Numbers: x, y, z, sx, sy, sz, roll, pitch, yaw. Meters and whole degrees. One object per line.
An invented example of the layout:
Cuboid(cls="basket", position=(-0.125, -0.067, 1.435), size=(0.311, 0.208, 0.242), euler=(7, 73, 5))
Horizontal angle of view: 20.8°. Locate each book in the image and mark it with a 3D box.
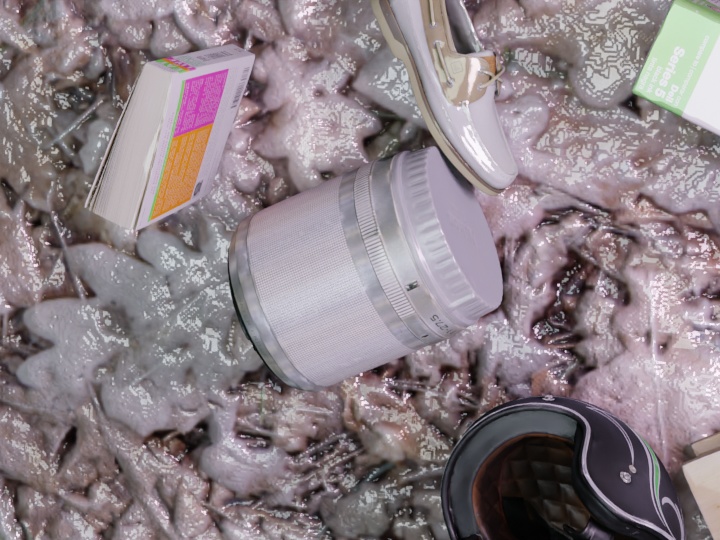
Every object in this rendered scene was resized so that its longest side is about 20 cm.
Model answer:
Cuboid(cls="book", position=(-0.151, -0.117, 1.647), size=(0.048, 0.200, 0.135), euler=(24, 105, 11))

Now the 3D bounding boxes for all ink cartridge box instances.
Cuboid(cls="ink cartridge box", position=(0.325, -0.138, 1.532), size=(0.199, 0.145, 0.085), euler=(28, 107, 10))

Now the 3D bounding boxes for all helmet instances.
Cuboid(cls="helmet", position=(0.167, 0.200, 1.617), size=(0.198, 0.191, 0.201), euler=(-8, 126, -12))

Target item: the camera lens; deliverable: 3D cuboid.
Cuboid(cls="camera lens", position=(0.000, 0.000, 1.645), size=(0.199, 0.160, 0.161), euler=(-23, 93, 19))

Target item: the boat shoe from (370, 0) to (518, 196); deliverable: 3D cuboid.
Cuboid(cls="boat shoe", position=(0.083, -0.161, 1.637), size=(0.068, 0.075, 0.201), euler=(-29, 90, 25))

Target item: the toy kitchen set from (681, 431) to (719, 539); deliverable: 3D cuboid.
Cuboid(cls="toy kitchen set", position=(0.372, 0.219, 1.573), size=(0.179, 0.163, 0.201), euler=(-24, 93, 19))
